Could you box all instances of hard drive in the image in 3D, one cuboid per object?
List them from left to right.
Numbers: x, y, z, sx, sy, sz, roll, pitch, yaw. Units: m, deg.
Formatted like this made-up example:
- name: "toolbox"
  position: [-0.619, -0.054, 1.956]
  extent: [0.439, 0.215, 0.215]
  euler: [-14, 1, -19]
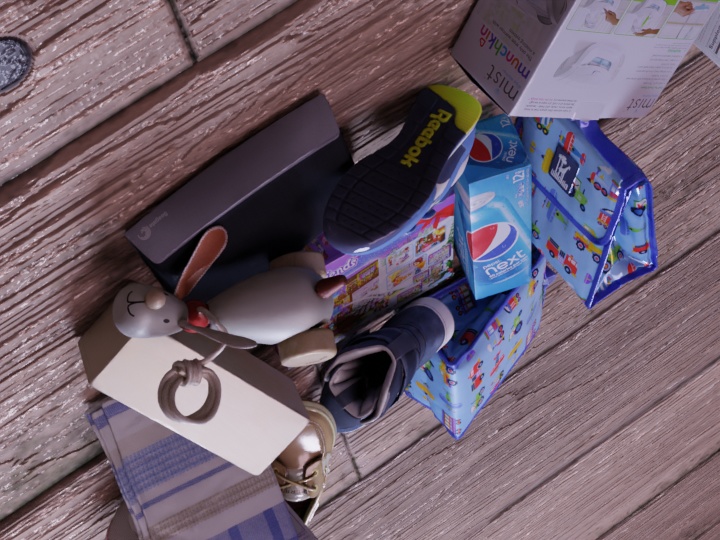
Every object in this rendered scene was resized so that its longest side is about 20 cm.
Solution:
- name: "hard drive"
  position: [-0.089, -0.048, 1.184]
  extent: [0.199, 0.042, 0.135]
  euler: [-36, 150, -6]

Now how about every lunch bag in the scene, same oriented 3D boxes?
- name: "lunch bag"
  position: [0.142, 0.059, 1.535]
  extent: [0.199, 0.094, 0.151]
  euler: [-38, 149, -20]
- name: "lunch bag"
  position: [0.216, -0.088, 1.355]
  extent: [0.093, 0.151, 0.201]
  euler: [-29, 149, -14]

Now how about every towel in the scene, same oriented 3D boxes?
- name: "towel"
  position: [-0.154, 0.189, 1.306]
  extent: [0.146, 0.202, 0.024]
  euler: [-24, -177, -25]

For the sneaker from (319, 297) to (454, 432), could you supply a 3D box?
- name: "sneaker"
  position: [-0.006, 0.118, 1.402]
  extent: [0.203, 0.077, 0.146]
  euler: [-49, 175, 36]

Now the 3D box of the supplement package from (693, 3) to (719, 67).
- name: "supplement package"
  position: [0.441, -0.282, 1.382]
  extent: [0.198, 0.111, 0.157]
  euler: [-17, 143, -31]

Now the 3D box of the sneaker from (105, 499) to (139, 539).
- name: "sneaker"
  position: [-0.189, 0.206, 1.387]
  extent: [0.201, 0.081, 0.088]
  euler: [-50, 148, 3]

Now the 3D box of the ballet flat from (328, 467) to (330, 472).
- name: "ballet flat"
  position: [-0.065, 0.184, 1.519]
  extent: [0.063, 0.067, 0.201]
  euler: [-58, 163, -28]

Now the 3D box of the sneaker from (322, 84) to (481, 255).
- name: "sneaker"
  position: [0.039, -0.072, 1.209]
  extent: [0.200, 0.074, 0.083]
  euler: [-47, 160, -33]

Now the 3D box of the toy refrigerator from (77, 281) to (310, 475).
- name: "toy refrigerator"
  position: [-0.144, 0.096, 1.232]
  extent: [0.076, 0.070, 0.199]
  euler: [-46, 126, 12]

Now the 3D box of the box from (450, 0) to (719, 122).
- name: "box"
  position: [0.207, -0.226, 1.213]
  extent: [0.198, 0.097, 0.177]
  euler: [-7, 137, -43]

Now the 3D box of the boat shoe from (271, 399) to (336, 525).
- name: "boat shoe"
  position: [-0.062, 0.201, 1.415]
  extent: [0.073, 0.067, 0.201]
  euler: [3, 142, -1]

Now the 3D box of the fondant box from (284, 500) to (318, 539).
- name: "fondant box"
  position: [-0.098, 0.304, 1.336]
  extent: [0.143, 0.200, 0.059]
  euler: [-30, 146, -26]

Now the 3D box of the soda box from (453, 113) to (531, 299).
- name: "soda box"
  position: [0.126, -0.059, 1.367]
  extent: [0.063, 0.068, 0.201]
  euler: [-18, 147, -4]

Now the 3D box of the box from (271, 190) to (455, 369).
- name: "box"
  position: [0.000, 0.000, 1.348]
  extent: [0.199, 0.039, 0.137]
  euler: [-29, 149, -16]

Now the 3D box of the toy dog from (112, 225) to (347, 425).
- name: "toy dog"
  position: [-0.089, 0.027, 1.138]
  extent: [0.199, 0.133, 0.096]
  euler: [-25, 172, -38]
